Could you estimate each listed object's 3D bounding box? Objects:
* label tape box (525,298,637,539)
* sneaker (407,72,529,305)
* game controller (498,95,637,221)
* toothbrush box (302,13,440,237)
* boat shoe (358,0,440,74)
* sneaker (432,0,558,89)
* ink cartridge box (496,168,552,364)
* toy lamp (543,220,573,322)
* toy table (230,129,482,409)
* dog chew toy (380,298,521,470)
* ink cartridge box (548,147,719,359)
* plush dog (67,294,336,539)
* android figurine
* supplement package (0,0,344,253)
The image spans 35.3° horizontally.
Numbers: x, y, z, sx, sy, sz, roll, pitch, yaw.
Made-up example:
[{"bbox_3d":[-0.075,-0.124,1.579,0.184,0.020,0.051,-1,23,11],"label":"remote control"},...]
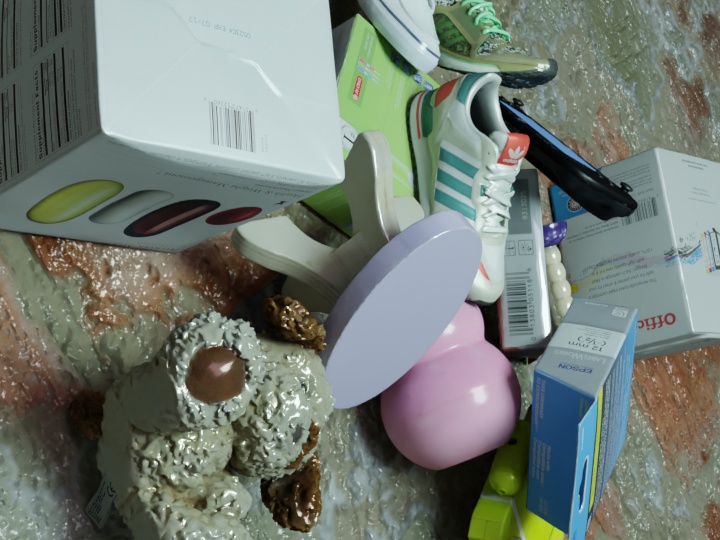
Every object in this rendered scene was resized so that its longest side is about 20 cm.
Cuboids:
[{"bbox_3d":[0.181,0.133,0.963,0.200,0.066,0.144,-43,138,-54],"label":"label tape box"},{"bbox_3d":[0.102,-0.074,0.962,0.070,0.093,0.202,4,71,-45],"label":"sneaker"},{"bbox_3d":[0.166,-0.114,1.024,0.104,0.042,0.200,32,12,-46],"label":"game controller"},{"bbox_3d":[0.024,-0.106,1.027,0.199,0.086,0.147,34,54,-32],"label":"toothbrush box"},{"bbox_3d":[0.034,-0.265,1.039,0.073,0.067,0.201,27,29,-48],"label":"boat shoe"},{"bbox_3d":[0.101,-0.229,1.058,0.077,0.199,0.089,1,110,-53],"label":"sneaker"},{"bbox_3d":[0.146,0.003,1.085,0.050,0.200,0.164,-3,80,1],"label":"ink cartridge box"},{"bbox_3d":[0.221,0.051,1.192,0.058,0.058,0.202,-9,84,-46],"label":"toy lamp"},{"bbox_3d":[0.000,0.000,0.880,0.183,0.200,0.117,-2,47,-48],"label":"toy table"},{"bbox_3d":[0.060,0.068,0.988,0.124,0.124,0.201,-12,77,-46],"label":"dog chew toy"},{"bbox_3d":[0.321,-0.010,1.245,0.144,0.147,0.202,5,74,-44],"label":"ink cartridge box"},{"bbox_3d":[-0.093,0.107,0.790,0.171,0.160,0.202,-9,108,-41],"label":"plush dog"},{"bbox_3d":[0.147,0.224,1.037,0.201,0.041,0.183,-60,144,-41],"label":"android figurine"},{"bbox_3d":[-0.150,-0.114,0.777,0.190,0.199,0.148,7,72,-42],"label":"supplement package"}]
